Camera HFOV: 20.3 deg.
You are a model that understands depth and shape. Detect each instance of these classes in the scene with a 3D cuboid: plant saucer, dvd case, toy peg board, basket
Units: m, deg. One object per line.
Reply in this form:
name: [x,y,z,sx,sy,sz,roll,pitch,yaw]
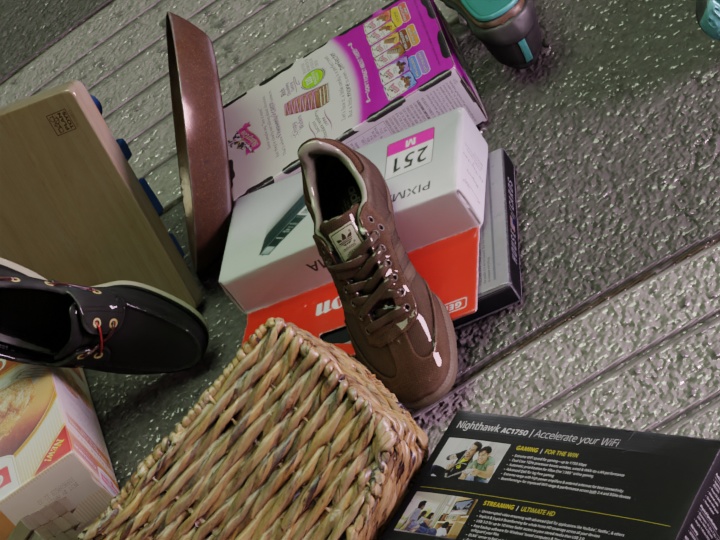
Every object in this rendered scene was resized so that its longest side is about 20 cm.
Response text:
plant saucer: [-0.123,-0.100,1.546,0.034,0.202,0.201,-7,35,-7]
dvd case: [0.020,0.003,1.423,0.199,0.025,0.151,-23,37,19]
toy peg board: [-0.237,-0.050,1.578,0.198,0.201,0.098,-17,24,27]
basket: [-0.049,0.151,1.253,0.143,0.149,0.200,41,91,18]

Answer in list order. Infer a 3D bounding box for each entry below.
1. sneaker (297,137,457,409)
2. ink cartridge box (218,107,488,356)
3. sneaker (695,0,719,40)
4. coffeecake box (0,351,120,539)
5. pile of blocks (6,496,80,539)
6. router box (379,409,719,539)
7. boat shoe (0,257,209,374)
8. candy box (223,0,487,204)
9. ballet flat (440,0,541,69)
sneaker: [0.000,0.000,1.328,0.070,0.075,0.201,-33,57,15]
ink cartridge box: [-0.009,-0.013,1.410,0.199,0.044,0.174,-21,36,23]
sneaker: [0.279,-0.231,1.437,0.091,0.078,0.201,-17,33,52]
coffeecake box: [-0.270,0.140,1.481,0.153,0.073,0.200,-34,35,3]
pile of blocks: [-0.248,0.249,1.364,0.062,0.082,0.200,41,90,12]
router box: [0.105,0.158,1.143,0.199,0.051,0.150,4,50,44]
boat shoe: [-0.206,0.042,1.453,0.063,0.200,0.074,-109,36,-63]
candy box: [-0.010,-0.120,1.559,0.199,0.061,0.137,-30,36,10]
ballet flat: [0.095,-0.215,1.566,0.068,0.069,0.201,-29,35,9]
